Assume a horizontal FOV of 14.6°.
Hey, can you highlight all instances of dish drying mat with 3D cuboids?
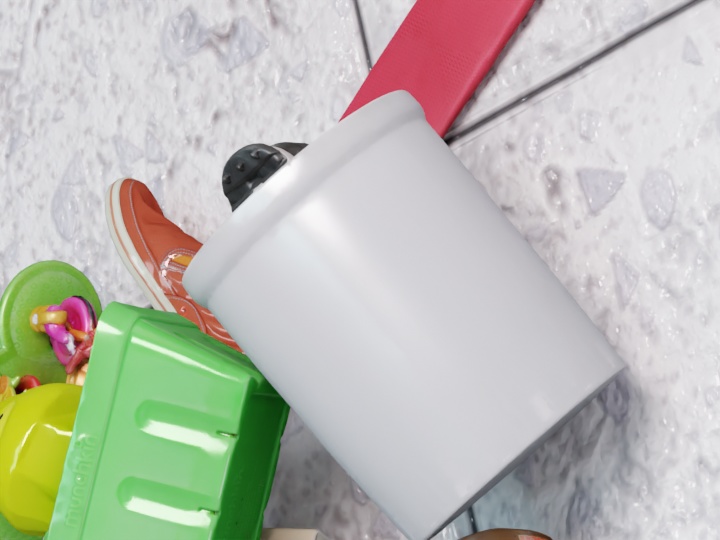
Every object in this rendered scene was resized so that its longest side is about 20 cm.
[{"bbox_3d":[0.054,-0.137,1.703,0.077,0.018,0.200,54,124,33],"label":"dish drying mat"}]

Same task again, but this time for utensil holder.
[{"bbox_3d":[0.027,0.028,1.570,0.200,0.170,0.170,49,124,7],"label":"utensil holder"}]

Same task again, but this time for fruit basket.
[{"bbox_3d":[-0.155,0.117,1.640,0.214,0.155,0.217,-1,85,16],"label":"fruit basket"}]

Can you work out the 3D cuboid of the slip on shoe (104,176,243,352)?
[{"bbox_3d":[-0.105,0.009,1.826,0.061,0.074,0.200,-41,55,9],"label":"slip on shoe"}]

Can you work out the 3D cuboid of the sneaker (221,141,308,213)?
[{"bbox_3d":[0.000,0.000,1.714,0.066,0.090,0.201,-36,87,30],"label":"sneaker"}]

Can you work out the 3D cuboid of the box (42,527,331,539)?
[{"bbox_3d":[-0.099,0.207,1.721,0.199,0.095,0.078,0,64,28],"label":"box"}]

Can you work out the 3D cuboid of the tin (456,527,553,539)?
[{"bbox_3d":[0.043,0.220,1.614,0.200,0.112,0.042,-48,46,26],"label":"tin"}]

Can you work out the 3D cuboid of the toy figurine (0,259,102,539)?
[{"bbox_3d":[-0.154,0.093,1.795,0.183,0.149,0.202,-1,84,50],"label":"toy figurine"}]
